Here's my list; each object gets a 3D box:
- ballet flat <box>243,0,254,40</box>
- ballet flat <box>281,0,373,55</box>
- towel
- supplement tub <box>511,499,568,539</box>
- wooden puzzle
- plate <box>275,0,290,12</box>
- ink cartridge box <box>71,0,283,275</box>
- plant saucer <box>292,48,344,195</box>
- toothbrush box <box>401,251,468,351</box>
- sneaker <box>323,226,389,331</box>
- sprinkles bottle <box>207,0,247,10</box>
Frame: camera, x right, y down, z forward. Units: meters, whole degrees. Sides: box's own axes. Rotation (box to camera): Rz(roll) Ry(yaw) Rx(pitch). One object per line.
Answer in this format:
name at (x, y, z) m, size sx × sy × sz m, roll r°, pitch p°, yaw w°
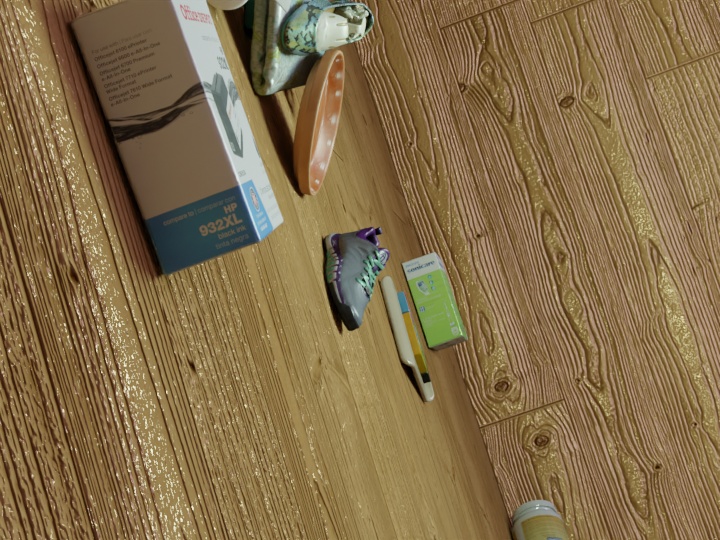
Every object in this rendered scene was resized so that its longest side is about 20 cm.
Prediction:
ballet flat at (-0.133, -0.381, 1.860) m, size 0.073 × 0.072 × 0.202 m, roll 63°, pitch 16°, yaw -47°
ballet flat at (-0.036, -0.328, 1.765) m, size 0.200 × 0.073 × 0.075 m, roll -42°, pitch 114°, yaw -59°
towel at (-0.094, -0.343, 1.765) m, size 0.171 × 0.048 × 0.203 m, roll -29°, pitch 127°, yaw -64°
supplement tub at (0.478, 0.721, 3.461) m, size 0.201 × 0.143 × 0.145 m, roll -101°, pitch 170°, yaw -46°
wooden puzzle at (0.094, 0.127, 2.445) m, size 0.200 × 0.037 × 0.187 m, roll 59°, pitch 14°, yaw -60°
plate at (-0.143, -0.433, 1.575) m, size 0.202 × 0.032 × 0.200 m, roll 68°, pitch 10°, yaw 19°
ink cartridge box at (-0.138, -0.112, 1.037) m, size 0.145 × 0.083 × 0.202 m, roll -60°, pitch 131°, yaw -80°
plant saucer at (-0.059, -0.205, 1.819) m, size 0.200 × 0.032 × 0.203 m, roll 13°, pitch 90°, yaw -83°
toothbrush box at (0.171, 0.073, 3.001) m, size 0.146 × 0.085 × 0.203 m, roll 33°, pitch 40°, yaw -79°
sneaker at (0.000, 0.000, 1.823) m, size 0.201 × 0.086 × 0.075 m, roll -100°, pitch 168°, yaw -53°
sprinkles bottle at (-0.162, -0.381, 1.638) m, size 0.201 × 0.067 × 0.069 m, roll -95°, pitch 165°, yaw -64°
